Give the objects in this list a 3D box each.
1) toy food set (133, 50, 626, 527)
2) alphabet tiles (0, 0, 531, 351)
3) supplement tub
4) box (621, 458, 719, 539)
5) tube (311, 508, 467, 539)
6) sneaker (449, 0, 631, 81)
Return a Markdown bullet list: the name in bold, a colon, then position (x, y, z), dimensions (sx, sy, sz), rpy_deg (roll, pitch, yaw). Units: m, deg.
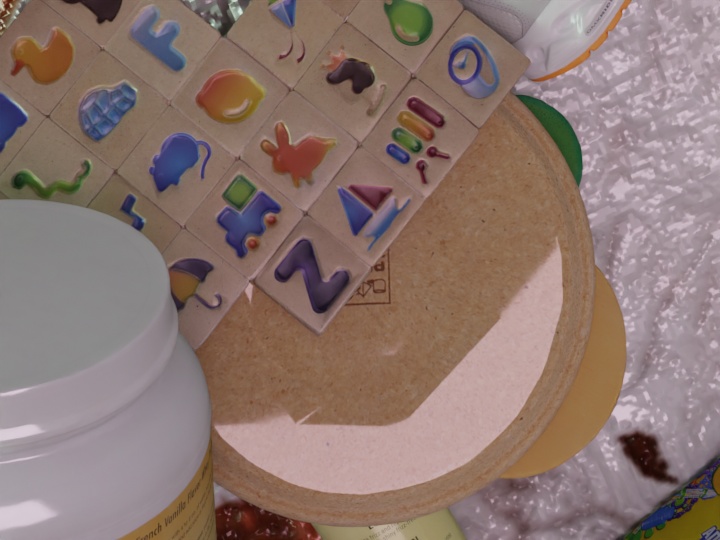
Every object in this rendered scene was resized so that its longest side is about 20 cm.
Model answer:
- **toy food set**: position (0.000, 0.000, 0.822), dimensions (0.199, 0.049, 0.199), rpy_deg (-17, 91, -3)
- **alphabet tiles**: position (-0.060, -0.053, 0.791), dimensions (0.167, 0.008, 0.200), rpy_deg (38, 88, -1)
- **supplement tub**: position (-0.122, 0.091, 0.733), dimensions (0.143, 0.145, 0.201), rpy_deg (-5, 122, -9)
- **box**: position (0.175, 0.220, 0.922), dimensions (0.192, 0.122, 0.200), rpy_deg (-41, 112, 4)
- **tube**: position (-0.016, 0.065, 0.870), dimensions (0.052, 0.058, 0.201), rpy_deg (-17, 109, 43)
- **sneaker**: position (0.092, -0.175, 0.794), dimensions (0.092, 0.076, 0.201), rpy_deg (31, 100, -15)
